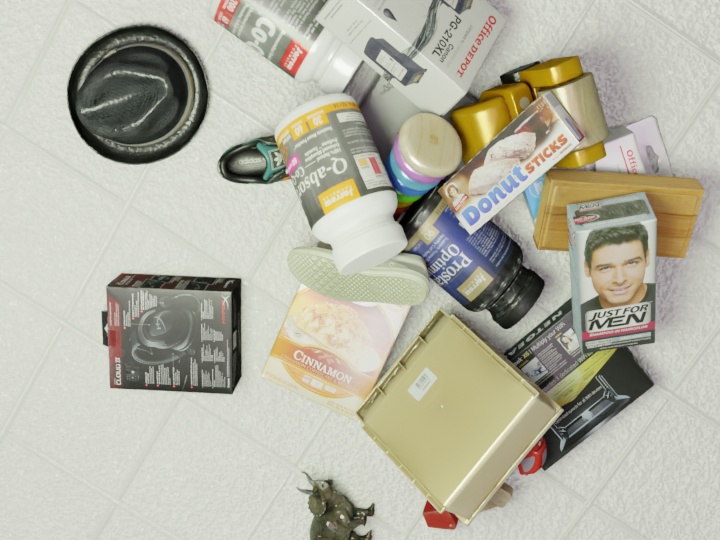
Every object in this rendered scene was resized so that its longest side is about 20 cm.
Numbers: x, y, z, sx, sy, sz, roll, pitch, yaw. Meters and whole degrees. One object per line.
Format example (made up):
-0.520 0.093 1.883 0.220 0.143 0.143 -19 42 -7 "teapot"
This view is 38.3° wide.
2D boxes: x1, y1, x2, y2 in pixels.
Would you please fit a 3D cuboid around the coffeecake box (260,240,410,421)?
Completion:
-0.029 0.081 1.437 0.151 0.073 0.203 24 104 -1 "coffeecake box"

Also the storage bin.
0.125 0.190 1.382 0.201 0.093 0.198 -50 56 4 "storage bin"

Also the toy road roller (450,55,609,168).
0.203 -0.182 1.292 0.144 0.200 0.125 -23 103 -13 "toy road roller"

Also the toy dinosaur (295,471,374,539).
-0.036 0.384 1.524 0.100 0.077 0.204 6 110 15 "toy dinosaur"

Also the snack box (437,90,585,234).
0.180 -0.128 1.260 0.072 0.024 0.200 52 131 4 "snack box"

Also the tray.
0.326 -0.071 1.315 0.196 0.037 0.100 3 121 -5 "tray"

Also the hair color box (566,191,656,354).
0.318 0.007 1.308 0.097 0.061 0.203 -9 127 4 "hair color box"

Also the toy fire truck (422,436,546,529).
0.172 0.287 1.454 0.197 0.049 0.143 -10 111 22 "toy fire truck"

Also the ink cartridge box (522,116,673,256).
0.315 -0.113 1.365 0.197 0.067 0.118 -21 102 9 "ink cartridge box"

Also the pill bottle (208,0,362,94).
-0.084 -0.314 1.320 0.199 0.114 0.115 35 104 -4 "pill bottle"

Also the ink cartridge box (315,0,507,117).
0.066 -0.310 1.279 0.199 0.084 0.146 38 60 -12 "ink cartridge box"

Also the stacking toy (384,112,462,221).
0.055 -0.119 1.339 0.084 0.200 0.087 9 64 -18 "stacking toy"

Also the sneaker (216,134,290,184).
-0.095 -0.150 1.379 0.196 0.080 0.073 -13 101 7 "sneaker"

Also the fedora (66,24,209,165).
-0.303 -0.227 1.369 0.196 0.092 0.205 1 105 4 "fedora"

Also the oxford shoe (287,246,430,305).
0.000 0.000 1.353 0.196 0.058 0.076 8 133 16 "oxford shoe"

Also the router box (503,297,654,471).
0.281 0.155 1.443 0.199 0.052 0.158 -40 98 12 "router box"

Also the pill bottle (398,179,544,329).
0.145 -0.018 1.379 0.199 0.112 0.112 40 104 -6 "pill bottle"

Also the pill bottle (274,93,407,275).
-0.022 -0.106 1.284 0.115 0.116 0.203 -25 77 10 "pill bottle"

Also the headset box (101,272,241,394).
-0.269 0.087 1.455 0.196 0.077 0.152 2 104 5 "headset box"
